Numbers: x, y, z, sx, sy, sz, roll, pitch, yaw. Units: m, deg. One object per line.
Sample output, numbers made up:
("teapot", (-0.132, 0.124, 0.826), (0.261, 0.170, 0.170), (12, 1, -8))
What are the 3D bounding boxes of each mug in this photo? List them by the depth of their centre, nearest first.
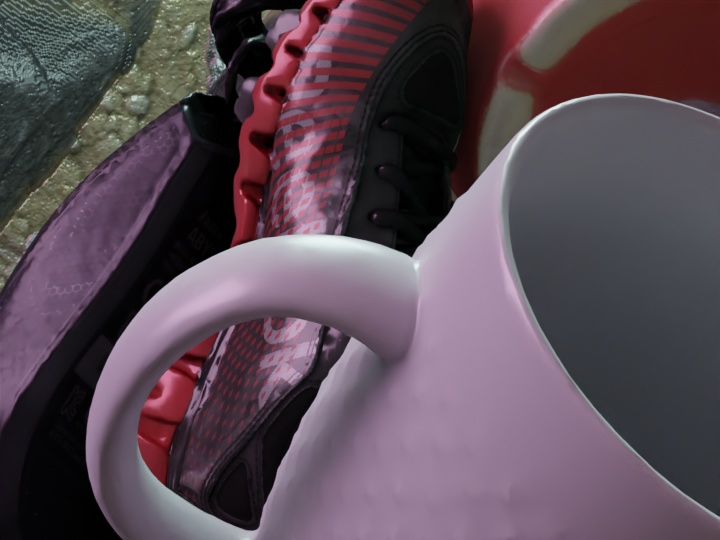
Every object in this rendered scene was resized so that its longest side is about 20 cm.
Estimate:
("mug", (0.028, 0.057, 0.691), (0.175, 0.199, 0.148), (-51, 24, 37))

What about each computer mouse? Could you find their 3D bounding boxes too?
("computer mouse", (-0.064, 0.006, 0.855), (0.053, 0.139, 0.200), (21, 67, 34))

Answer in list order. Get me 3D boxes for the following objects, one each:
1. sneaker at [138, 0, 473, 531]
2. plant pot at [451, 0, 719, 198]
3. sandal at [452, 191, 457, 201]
("sneaker", (0.000, 0.000, 0.805), (0.098, 0.071, 0.201), (19, 87, 41))
("plant pot", (0.098, -0.076, 0.899), (0.201, 0.200, 0.178), (-48, 21, 21))
("sandal", (0.023, 0.006, 1.008), (0.057, 0.201, 0.080), (-26, -37, -13))
